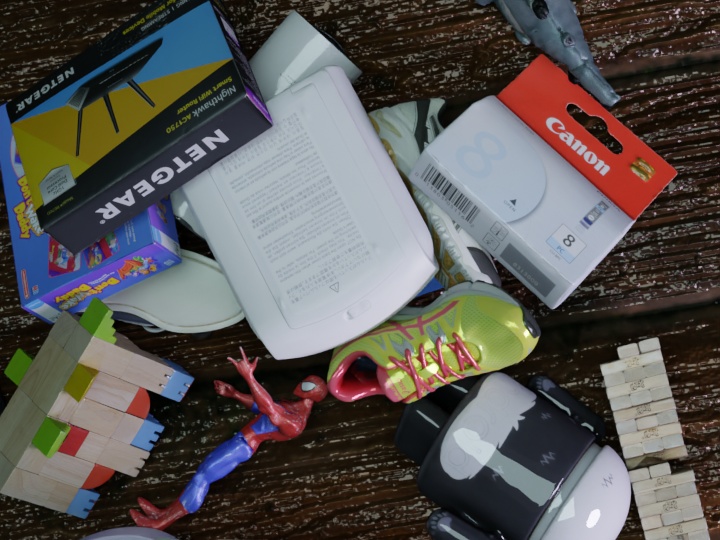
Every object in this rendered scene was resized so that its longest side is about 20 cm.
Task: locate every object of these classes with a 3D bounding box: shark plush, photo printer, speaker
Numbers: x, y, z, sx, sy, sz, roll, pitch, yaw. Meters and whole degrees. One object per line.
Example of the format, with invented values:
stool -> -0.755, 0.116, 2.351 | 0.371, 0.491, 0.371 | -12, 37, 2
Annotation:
shark plush -> 0.141, -0.215, 1.588 | 0.090, 0.083, 0.201 | -24, 86, 7
photo printer -> -0.041, -0.039, 1.532 | 0.166, 0.069, 0.201 | -30, 81, 10
speaker -> -0.090, -0.123, 1.621 | 0.081, 0.081, 0.200 | 41, 95, 6

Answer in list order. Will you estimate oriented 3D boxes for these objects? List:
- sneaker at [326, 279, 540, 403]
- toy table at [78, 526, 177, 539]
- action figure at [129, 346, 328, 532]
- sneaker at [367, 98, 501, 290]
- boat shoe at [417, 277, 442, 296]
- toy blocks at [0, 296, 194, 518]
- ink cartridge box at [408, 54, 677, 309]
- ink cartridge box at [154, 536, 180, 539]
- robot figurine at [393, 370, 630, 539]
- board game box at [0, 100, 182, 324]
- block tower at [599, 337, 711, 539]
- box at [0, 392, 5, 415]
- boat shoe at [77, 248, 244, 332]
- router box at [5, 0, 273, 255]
sneaker -> 0.055, 0.070, 1.521 | 0.199, 0.090, 0.078 | -13, 122, 39
toy table -> -0.232, 0.306, 1.592 | 0.184, 0.117, 0.200 | 46, 111, 1
action figure -> -0.123, 0.134, 1.628 | 0.199, 0.065, 0.099 | -34, 96, 6
sneaker -> 0.077, -0.063, 1.567 | 0.087, 0.076, 0.201 | -21, 66, -17
boat shoe -> 0.000, 0.000, 1.618 | 0.199, 0.084, 0.069 | -16, 76, -10
toy blocks -> -0.230, 0.128, 1.614 | 0.100, 0.136, 0.201 | 35, 95, 42
ink cartridge box -> 0.158, -0.086, 1.546 | 0.160, 0.047, 0.200 | 42, 56, 7
ink cartridge box -> -0.101, 0.322, 1.488 | 0.143, 0.084, 0.201 | 6, 121, 21
robot figurine -> 0.125, 0.164, 1.565 | 0.199, 0.125, 0.151 | 34, 95, 11
board game box -> -0.232, -0.073, 1.605 | 0.134, 0.045, 0.201 | -24, 60, 18
block tower -> 0.247, 0.159, 1.585 | 0.054, 0.058, 0.201 | -14, 86, 7
box -> -0.424, 0.115, 1.651 | 0.199, 0.106, 0.123 | -19, 88, 7
boat shoe -> -0.187, 0.016, 1.642 | 0.199, 0.062, 0.075 | 0, 91, 10
router box -> -0.180, -0.126, 1.533 | 0.199, 0.051, 0.150 | -33, 51, 11
